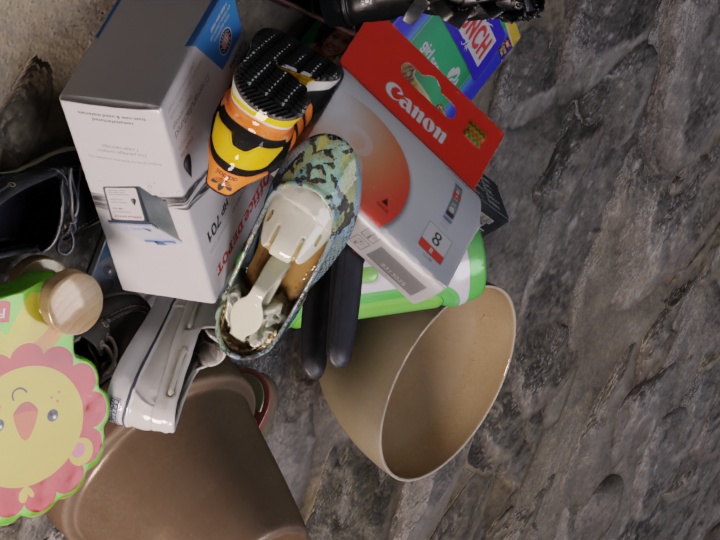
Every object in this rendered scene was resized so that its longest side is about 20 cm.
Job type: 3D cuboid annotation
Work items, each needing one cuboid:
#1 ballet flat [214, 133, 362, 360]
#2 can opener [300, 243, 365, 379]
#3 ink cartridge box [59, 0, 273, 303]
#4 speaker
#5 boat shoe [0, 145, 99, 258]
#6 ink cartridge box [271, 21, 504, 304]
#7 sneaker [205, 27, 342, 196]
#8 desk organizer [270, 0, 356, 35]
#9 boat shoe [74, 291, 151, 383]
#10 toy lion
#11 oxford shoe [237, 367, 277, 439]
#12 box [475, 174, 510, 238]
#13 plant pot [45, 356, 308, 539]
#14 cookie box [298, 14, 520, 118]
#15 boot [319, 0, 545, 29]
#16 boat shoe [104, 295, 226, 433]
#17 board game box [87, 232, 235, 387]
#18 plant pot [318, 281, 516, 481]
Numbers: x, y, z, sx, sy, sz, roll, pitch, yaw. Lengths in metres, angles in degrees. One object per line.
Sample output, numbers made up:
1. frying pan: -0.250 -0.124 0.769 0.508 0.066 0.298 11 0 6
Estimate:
1. ballet flat: -0.056 -0.009 1.453 0.074 0.074 0.200 -21 144 -47
2. can opener: -0.017 -0.006 1.526 0.078 0.201 0.063 28 134 -27
3. ink cartridge box: -0.138 -0.097 1.455 0.200 0.086 0.147 76 28 -45
4. speaker: 0.000 0.000 1.634 0.199 0.089 0.089 -8 129 -12
5. boat shoe: -0.232 -0.045 1.424 0.200 0.062 0.075 -14 123 -54
6. ink cartridge box: 0.038 -0.098 1.538 0.162 0.050 0.200 42 55 -17
7. sneaker: -0.073 -0.114 1.431 0.090 0.070 0.200 -58 -178 20
8. desk organizer: -0.068 -0.244 1.491 0.200 0.077 0.072 14 102 -58
9. boat shoe: -0.233 0.081 1.496 0.200 0.057 0.067 -28 129 -30
10. toy lion: -0.268 0.089 1.403 0.199 0.069 0.192 0 102 -40
11. oxford shoe: -0.127 0.182 1.752 0.200 0.071 0.074 -57 163 4
12. box: 0.010 -0.055 1.676 0.160 0.044 0.200 -33 143 21
13. plant pot: -0.138 0.190 1.598 0.200 0.175 0.201 -32 151 -20
14. cookie box: 0.039 -0.191 1.692 0.200 0.075 0.171 -52 148 -15
15. boot: 0.067 -0.234 1.516 0.198 0.162 0.074 -56 141 -63
16. boat shoe: -0.133 0.049 1.535 0.200 0.065 0.072 -63 167 -48
17. board game box: -0.166 0.045 1.627 0.200 0.026 0.201 7 108 -57
18. plant pot: 0.034 0.077 1.839 0.200 0.134 0.201 -36 141 -35
